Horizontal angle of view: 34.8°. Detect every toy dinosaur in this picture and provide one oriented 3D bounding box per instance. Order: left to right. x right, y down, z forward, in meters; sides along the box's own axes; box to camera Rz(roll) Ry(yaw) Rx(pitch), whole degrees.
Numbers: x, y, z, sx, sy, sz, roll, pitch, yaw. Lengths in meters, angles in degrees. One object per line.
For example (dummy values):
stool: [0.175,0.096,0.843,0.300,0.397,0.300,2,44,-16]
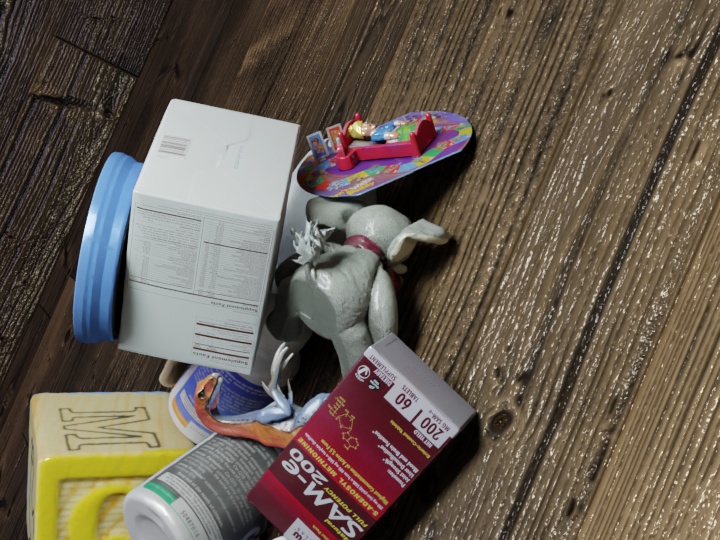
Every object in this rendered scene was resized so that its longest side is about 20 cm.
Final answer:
toy dinosaur: [-0.072,0.145,1.116,0.181,0.105,0.200,-14,42,3]

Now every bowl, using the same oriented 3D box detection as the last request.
bowl: [-0.255,-0.021,1.196,0.201,0.039,0.202,-169,90,-86]
bowl: [-0.036,-0.050,1.367,0.201,0.090,0.202,-47,29,37]

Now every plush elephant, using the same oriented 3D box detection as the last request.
plush elephant: [0.000,0.000,1.184,0.164,0.155,0.201,29,140,33]

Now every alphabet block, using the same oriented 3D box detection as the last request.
alphabet block: [-0.320,0.279,1.462,0.200,0.195,0.196,-139,51,-66]

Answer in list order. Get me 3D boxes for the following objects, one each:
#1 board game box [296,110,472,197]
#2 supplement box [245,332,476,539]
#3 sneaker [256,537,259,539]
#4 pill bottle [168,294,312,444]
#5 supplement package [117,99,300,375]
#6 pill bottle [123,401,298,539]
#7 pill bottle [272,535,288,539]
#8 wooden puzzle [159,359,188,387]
board game box: [0.021,-0.144,1.244,0.199,0.039,0.158,-24,27,-10]
supplement box: [-0.002,0.167,1.036,0.200,0.109,0.061,-52,-10,22]
sneaker: [-0.132,0.268,1.302,0.201,0.075,0.081,-65,31,20]
pill bottle: [-0.143,0.119,1.404,0.200,0.112,0.112,-50,28,31]
supplement package: [-0.157,-0.037,1.207,0.192,0.146,0.201,-83,6,-55]
pill bottle: [-0.132,0.222,1.173,0.200,0.113,0.113,-33,2,-36]
pill bottle: [-0.105,0.337,1.115,0.200,0.111,0.111,-39,35,46]
wooden puzzle: [-0.181,0.037,1.428,0.185,0.037,0.200,-62,1,-36]
